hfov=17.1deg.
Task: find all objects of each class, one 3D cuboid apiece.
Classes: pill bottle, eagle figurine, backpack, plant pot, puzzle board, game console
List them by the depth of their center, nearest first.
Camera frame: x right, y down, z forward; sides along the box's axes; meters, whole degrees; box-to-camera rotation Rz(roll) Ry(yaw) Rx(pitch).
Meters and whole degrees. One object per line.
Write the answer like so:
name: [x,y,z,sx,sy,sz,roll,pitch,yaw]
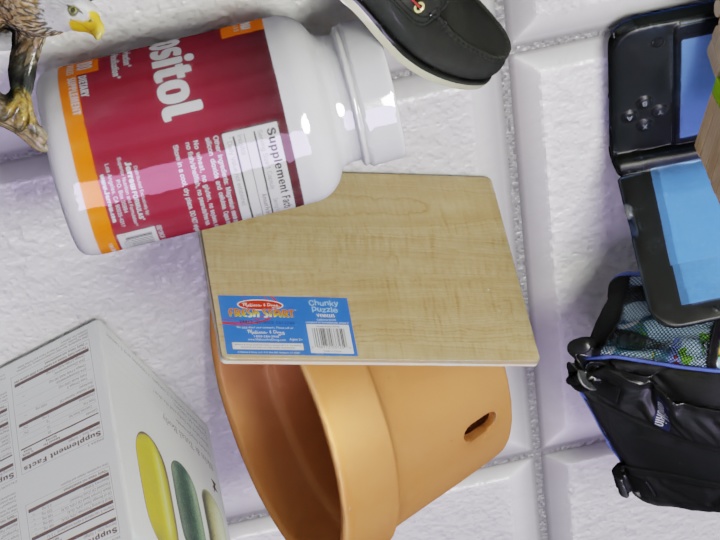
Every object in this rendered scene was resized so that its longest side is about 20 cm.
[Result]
eagle figurine: [-0.170,-0.170,1.297,0.200,0.151,0.152,-65,167,7]
pill bottle: [-0.080,-0.084,1.397,0.200,0.113,0.113,-14,137,-2]
puzzle board: [0.000,0.000,1.479,0.200,0.151,0.017,1,141,-16]
game console: [0.265,-0.077,1.497,0.200,0.118,0.171,-12,137,-4]
plant pot: [0.006,0.077,1.547,0.140,0.200,0.200,-20,140,-19]
backpack: [0.267,0.073,1.598,0.200,0.147,0.183,9,148,29]

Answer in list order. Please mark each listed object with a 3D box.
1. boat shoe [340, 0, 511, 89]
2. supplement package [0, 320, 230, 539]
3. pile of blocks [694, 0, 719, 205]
boat shoe: [0.024,-0.172,1.362,0.063,0.074,0.201,-30,131,27]
supplement package: [-0.183,0.174,1.572,0.151,0.200,0.152,-27,136,13]
pile of blocks: [0.248,-0.137,1.421,0.062,0.082,0.200,-2,111,-12]
